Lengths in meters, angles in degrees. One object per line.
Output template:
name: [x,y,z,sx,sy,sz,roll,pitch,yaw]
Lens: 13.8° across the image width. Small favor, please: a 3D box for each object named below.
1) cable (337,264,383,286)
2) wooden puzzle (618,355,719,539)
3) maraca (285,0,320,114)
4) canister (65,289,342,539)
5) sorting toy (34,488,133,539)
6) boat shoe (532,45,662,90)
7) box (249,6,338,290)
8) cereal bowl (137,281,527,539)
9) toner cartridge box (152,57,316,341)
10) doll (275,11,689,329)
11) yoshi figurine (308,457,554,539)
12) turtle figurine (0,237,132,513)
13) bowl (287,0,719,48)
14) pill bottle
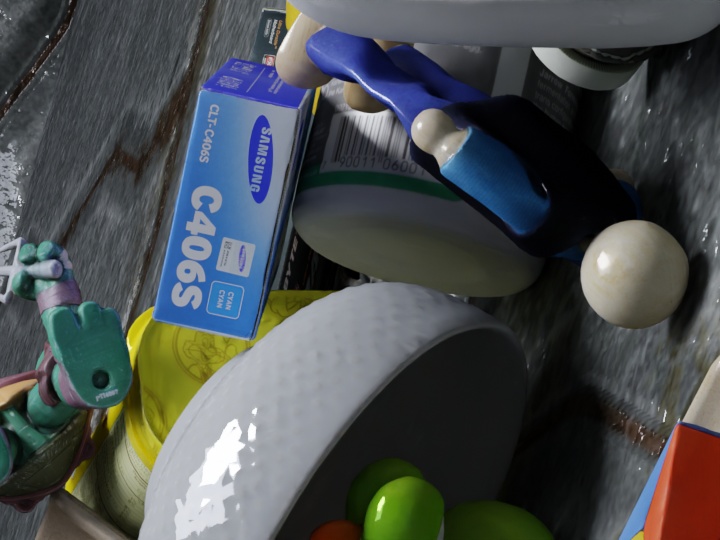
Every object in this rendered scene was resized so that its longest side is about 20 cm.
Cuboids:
cable: [0.000,0.000,1.488,0.201,0.050,0.097,-87,15,-50]
wooden puzzle: [0.091,0.143,0.922,0.200,0.046,0.186,-95,25,-59]
maraca: [0.023,-0.149,1.453,0.137,0.106,0.201,-30,44,61]
canister: [-0.053,0.084,1.385,0.200,0.148,0.087,126,140,-63]
sorting toy: [-0.098,0.221,1.399,0.036,0.185,0.201,-31,-31,-52]
boat shoe: [0.105,-0.173,1.222,0.060,0.072,0.203,129,149,-55]
box: [-0.044,-0.016,1.584,0.159,0.046,0.201,78,-158,-66]
cereal bowl: [-0.024,0.088,1.171,0.200,0.083,0.201,-43,-28,-29]
toner cartridge box: [-0.050,-0.034,1.243,0.200,0.043,0.096,-82,3,-82]
doll: [0.057,-0.041,1.133,0.200,0.136,0.049,40,106,42]
yoshi figurine: [0.028,0.167,1.121,0.112,0.112,0.201,-22,-55,-53]
turtle figurine: [-0.165,0.059,1.351,0.150,0.101,0.200,-53,11,-13]
bowl: [0.069,-0.161,1.133,0.075,0.198,0.201,69,-151,-52]
pill bottle: [0.045,-0.099,1.284,0.113,0.113,0.201,146,140,-70]
